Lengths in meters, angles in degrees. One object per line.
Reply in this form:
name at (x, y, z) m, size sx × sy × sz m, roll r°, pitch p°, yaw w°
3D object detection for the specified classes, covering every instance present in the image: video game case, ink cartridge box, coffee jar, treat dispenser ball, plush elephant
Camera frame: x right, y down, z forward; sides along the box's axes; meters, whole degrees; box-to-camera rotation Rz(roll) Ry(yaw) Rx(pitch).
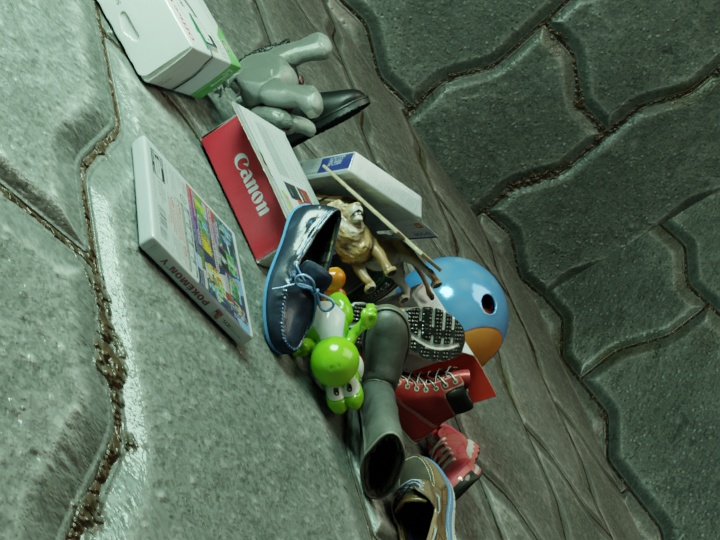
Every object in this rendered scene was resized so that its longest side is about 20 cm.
video game case at (-0.191, -0.035, 1.358) m, size 0.182 × 0.023 × 0.201 m, roll 50°, pitch 14°, yaw -37°
ink cartridge box at (-0.257, -0.324, 1.637) m, size 0.147 × 0.084 × 0.200 m, roll 59°, pitch 11°, yaw 4°
coffee jar at (0.000, 0.000, 1.850) m, size 0.086 × 0.104 × 0.200 m, roll 56°, pitch 12°, yaw 11°
ink cartridge box at (-0.003, -0.109, 1.855) m, size 0.199 × 0.199 × 0.041 m, roll 34°, pitch 68°, yaw -33°
ink cartridge box at (-0.129, -0.107, 1.630) m, size 0.201 × 0.083 × 0.175 m, roll 64°, pitch 14°, yaw 18°
treat dispenser ball at (0.150, 0.078, 2.036) m, size 0.202 × 0.200 × 0.201 m, roll 55°, pitch 13°, yaw -18°
ink cartridge box at (0.087, 0.128, 1.784) m, size 0.047 × 0.160 × 0.201 m, roll -37°, pitch 98°, yaw -42°
plush elephant at (-0.131, -0.242, 1.827) m, size 0.156 × 0.198 × 0.166 m, roll 79°, pitch 6°, yaw -49°

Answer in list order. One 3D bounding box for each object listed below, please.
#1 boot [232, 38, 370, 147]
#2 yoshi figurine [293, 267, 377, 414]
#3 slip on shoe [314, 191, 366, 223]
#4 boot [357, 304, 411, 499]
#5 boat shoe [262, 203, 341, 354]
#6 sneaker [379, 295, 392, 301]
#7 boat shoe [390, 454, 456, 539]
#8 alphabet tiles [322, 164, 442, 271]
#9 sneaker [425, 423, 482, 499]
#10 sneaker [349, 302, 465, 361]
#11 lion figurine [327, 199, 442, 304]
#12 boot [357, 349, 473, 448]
boot at (-0.102, -0.297, 1.963) m, size 0.164 × 0.197 × 0.073 m, roll 65°, pitch 9°, yaw 2°
yoshi figurine at (-0.039, 0.080, 1.525) m, size 0.112 × 0.112 × 0.201 m, roll 24°, pitch 36°, yaw -42°
slip on shoe at (-0.051, -0.070, 1.768) m, size 0.199 × 0.076 × 0.061 m, roll 16°, pitch -54°, yaw 54°
boot at (0.027, 0.161, 1.521) m, size 0.200 × 0.072 × 0.184 m, roll -78°, pitch 172°, yaw -70°
boat shoe at (-0.069, 0.003, 1.470) m, size 0.084 × 0.068 × 0.202 m, roll 37°, pitch 55°, yaw -51°
sneaker at (0.065, 0.137, 1.909) m, size 0.070 × 0.081 × 0.202 m, roll 115°, pitch -32°, yaw -70°
boat shoe at (0.077, 0.299, 1.515) m, size 0.072 × 0.072 × 0.201 m, roll 48°, pitch 16°, yaw -35°
alphabet tiles at (0.030, -0.073, 1.677) m, size 0.200 × 0.006 × 0.166 m, roll 43°, pitch 3°, yaw 23°
sneaker at (0.127, 0.284, 1.811) m, size 0.087 × 0.074 × 0.200 m, roll 44°, pitch 9°, yaw -4°
sneaker at (0.050, 0.080, 1.679) m, size 0.198 × 0.075 × 0.080 m, roll 13°, pitch -5°, yaw -17°
lion figurine at (0.027, -0.023, 1.657) m, size 0.200 × 0.072 × 0.123 m, roll 28°, pitch 26°, yaw -55°
boot at (0.069, 0.149, 1.676) m, size 0.200 × 0.144 × 0.073 m, roll 48°, pitch 18°, yaw -34°
